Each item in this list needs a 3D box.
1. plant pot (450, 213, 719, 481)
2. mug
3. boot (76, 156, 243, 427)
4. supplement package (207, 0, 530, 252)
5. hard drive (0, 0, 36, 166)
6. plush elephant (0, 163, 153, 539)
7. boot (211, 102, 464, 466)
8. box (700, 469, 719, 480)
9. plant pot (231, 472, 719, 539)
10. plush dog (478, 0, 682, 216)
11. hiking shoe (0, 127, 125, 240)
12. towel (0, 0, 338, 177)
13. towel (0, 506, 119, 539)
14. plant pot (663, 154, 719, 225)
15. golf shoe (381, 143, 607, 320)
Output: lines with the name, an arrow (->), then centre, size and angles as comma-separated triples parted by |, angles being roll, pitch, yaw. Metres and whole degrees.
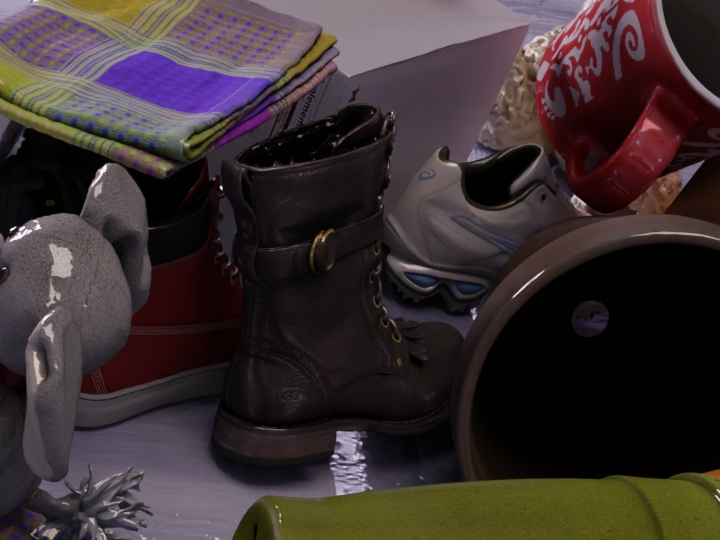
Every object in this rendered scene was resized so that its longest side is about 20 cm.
plant pot -> 0.135, 0.051, 1.268 | 0.199, 0.201, 0.174 | 17, 14, -12
mug -> 0.167, -0.115, 1.363 | 0.177, 0.200, 0.134 | -23, 88, -21
boot -> -0.075, -0.010, 1.229 | 0.072, 0.145, 0.200 | 36, 31, 23
supplement package -> -0.048, -0.124, 1.422 | 0.200, 0.148, 0.191 | 38, 33, 23
hard drive -> -0.188, -0.094, 1.290 | 0.025, 0.132, 0.200 | 28, 30, -6
plush elephant -> -0.165, 0.031, 1.043 | 0.199, 0.155, 0.165 | 20, 29, -7
boot -> 0.000, 0.000, 1.226 | 0.069, 0.175, 0.200 | 22, 25, 35
box -> 0.169, 0.186, 1.104 | 0.118, 0.042, 0.201 | -15, 49, 8
plant pot -> 0.039, 0.170, 0.989 | 0.192, 0.201, 0.201 | 9, 33, -14
plush dog -> 0.182, -0.131, 1.569 | 0.160, 0.172, 0.200 | -10, 43, -44
hiking shoe -> -0.145, -0.021, 1.265 | 0.100, 0.076, 0.200 | 18, 30, -4
towel -> -0.107, -0.105, 1.174 | 0.143, 0.023, 0.200 | 22, 27, 15
towel -> -0.136, 0.151, 1.054 | 0.199, 0.023, 0.144 | 29, 30, 9
plant pot -> 0.262, -0.006, 1.435 | 0.200, 0.201, 0.140 | 40, 50, 25
golf shoe -> 0.106, -0.027, 1.432 | 0.199, 0.098, 0.078 | 1, 36, -36
